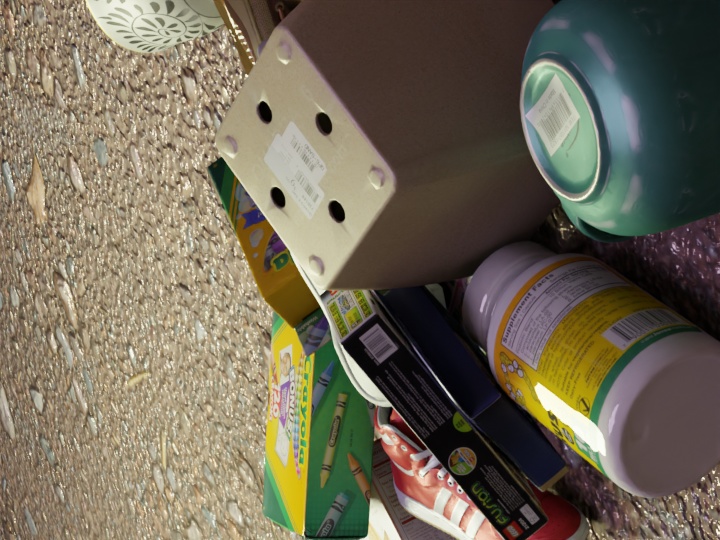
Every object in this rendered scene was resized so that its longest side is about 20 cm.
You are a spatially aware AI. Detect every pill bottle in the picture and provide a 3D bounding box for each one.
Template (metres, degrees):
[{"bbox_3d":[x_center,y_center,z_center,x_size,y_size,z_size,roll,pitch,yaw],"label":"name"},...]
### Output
[{"bbox_3d":[0.153,0.057,1.396,0.200,0.112,0.114,39,140,50],"label":"pill bottle"}]

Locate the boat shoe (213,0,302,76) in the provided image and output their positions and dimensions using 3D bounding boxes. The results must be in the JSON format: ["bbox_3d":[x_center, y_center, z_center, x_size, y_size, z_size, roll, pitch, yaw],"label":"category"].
[{"bbox_3d":[-0.061,-0.186,1.632,0.201,0.072,0.072,64,172,-21],"label":"boat shoe"}]

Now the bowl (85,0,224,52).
[{"bbox_3d":[-0.135,-0.274,1.746,0.094,0.200,0.203,15,124,34],"label":"bowl"}]

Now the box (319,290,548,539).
[{"bbox_3d":[0.051,0.096,1.481,0.200,0.035,0.110,50,-176,-18],"label":"box"}]

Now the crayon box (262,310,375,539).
[{"bbox_3d":[-0.033,0.112,1.732,0.119,0.058,0.202,-172,85,-70],"label":"crayon box"}]

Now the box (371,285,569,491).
[{"bbox_3d":[0.079,0.076,1.497,0.121,0.032,0.200,54,-175,31],"label":"box"}]

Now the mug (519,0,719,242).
[{"bbox_3d":[0.167,-0.084,1.265,0.152,0.113,0.187,30,133,56],"label":"mug"}]

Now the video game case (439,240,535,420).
[{"bbox_3d":[0.088,0.012,1.619,0.201,0.024,0.183,57,152,30],"label":"video game case"}]

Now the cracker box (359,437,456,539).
[{"bbox_3d":[0.052,0.245,1.781,0.201,0.057,0.134,63,164,13],"label":"cracker box"}]

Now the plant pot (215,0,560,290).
[{"bbox_3d":[0.023,-0.101,1.413,0.200,0.176,0.200,53,141,14],"label":"plant pot"}]

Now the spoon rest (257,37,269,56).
[{"bbox_3d":[-0.021,-0.085,1.566,0.099,0.061,0.201,-27,94,21],"label":"spoon rest"}]

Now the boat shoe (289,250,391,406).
[{"bbox_3d":[0.000,0.000,1.548,0.075,0.060,0.202,5,121,40],"label":"boat shoe"}]

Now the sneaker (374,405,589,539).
[{"bbox_3d":[0.085,0.150,1.610,0.199,0.071,0.113,16,135,47],"label":"sneaker"}]

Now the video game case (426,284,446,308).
[{"bbox_3d":[0.032,0.059,1.730,0.182,0.022,0.202,45,153,52],"label":"video game case"}]

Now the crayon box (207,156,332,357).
[{"bbox_3d":[-0.035,-0.045,1.674,0.052,0.125,0.201,46,-167,-45],"label":"crayon box"}]
